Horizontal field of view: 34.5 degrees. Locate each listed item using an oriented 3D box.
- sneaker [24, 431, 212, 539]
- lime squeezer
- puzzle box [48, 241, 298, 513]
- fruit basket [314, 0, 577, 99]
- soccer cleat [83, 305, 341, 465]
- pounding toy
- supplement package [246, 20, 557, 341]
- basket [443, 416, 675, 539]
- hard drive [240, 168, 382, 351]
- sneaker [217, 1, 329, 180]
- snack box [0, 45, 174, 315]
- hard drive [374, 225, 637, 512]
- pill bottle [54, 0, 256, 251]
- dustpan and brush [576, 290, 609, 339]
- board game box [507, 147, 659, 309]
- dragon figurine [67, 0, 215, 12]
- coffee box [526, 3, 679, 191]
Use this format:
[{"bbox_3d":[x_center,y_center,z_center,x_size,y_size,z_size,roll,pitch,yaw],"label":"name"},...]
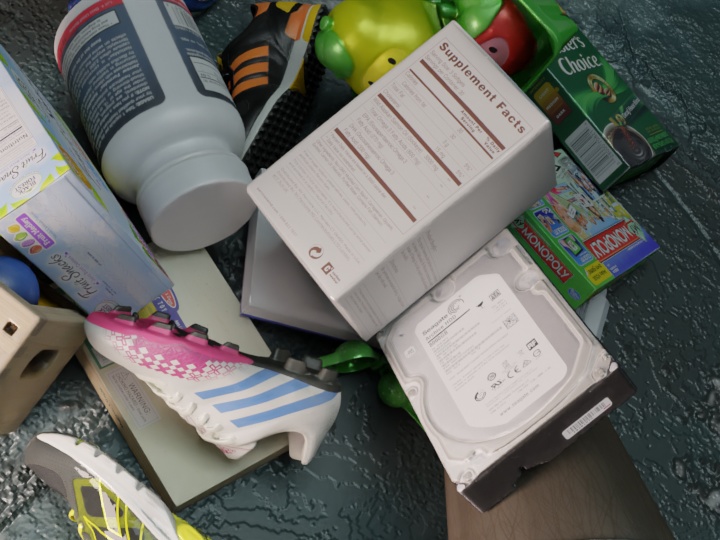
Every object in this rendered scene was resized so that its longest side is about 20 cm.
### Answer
[{"bbox_3d":[-0.163,0.188,0.792,0.200,0.075,0.085,36,73,13],"label":"sneaker"},{"bbox_3d":[0.013,0.097,0.927,0.199,0.038,0.071,30,37,-17],"label":"lime squeezer"},{"bbox_3d":[-0.139,0.071,0.898,0.133,0.025,0.200,-25,73,-31],"label":"puzzle box"},{"bbox_3d":[0.063,-0.180,1.014,0.215,0.216,0.156,-32,77,-33],"label":"fruit basket"},{"bbox_3d":[-0.107,0.088,0.828,0.199,0.070,0.087,18,91,-22],"label":"soccer cleat"},{"bbox_3d":[-0.281,0.003,0.794,0.184,0.200,0.142,37,87,2],"label":"pounding toy"},{"bbox_3d":[0.036,-0.064,0.873,0.200,0.117,0.117,-39,68,-3],"label":"supplement package"},{"bbox_3d":[0.134,0.152,0.878,0.179,0.136,0.201,5,45,-17],"label":"basket"},{"bbox_3d":[0.000,0.000,0.979,0.199,0.025,0.133,16,57,-21],"label":"hard drive"},{"bbox_3d":[-0.094,-0.160,1.035,0.090,0.070,0.201,13,61,18],"label":"sneaker"},{"bbox_3d":[-0.233,-0.074,0.827,0.068,0.169,0.200,-37,59,-5],"label":"snack box"},{"bbox_3d":[0.097,0.063,0.853,0.038,0.140,0.200,46,9,-34],"label":"hard drive"},{"bbox_3d":[-0.161,-0.121,0.933,0.119,0.120,0.201,-13,61,-27],"label":"pill bottle"},{"bbox_3d":[0.144,-0.012,1.011,0.200,0.057,0.140,35,36,-2],"label":"dustpan and brush"},{"bbox_3d":[0.188,-0.044,1.038,0.135,0.029,0.200,49,29,11],"label":"board game box"},{"bbox_3d":[-0.184,-0.241,1.015,0.199,0.100,0.059,-24,72,-30],"label":"dragon figurine"},{"bbox_3d":[0.216,-0.176,1.150,0.123,0.044,0.200,-21,70,-49],"label":"coffee box"}]
